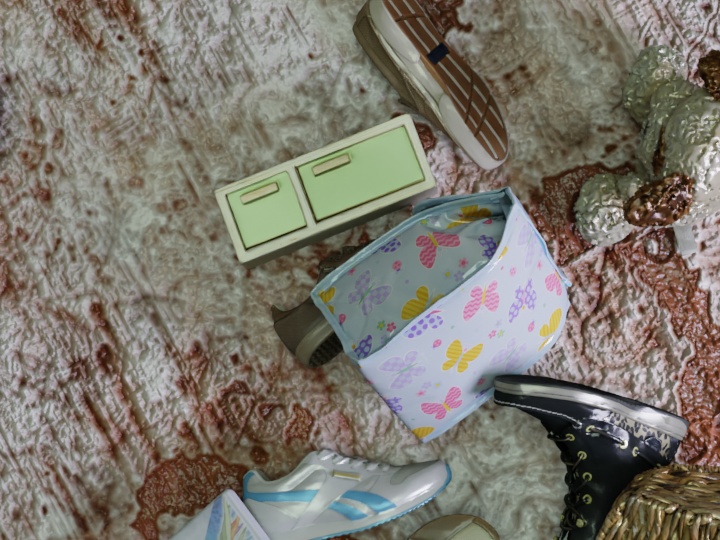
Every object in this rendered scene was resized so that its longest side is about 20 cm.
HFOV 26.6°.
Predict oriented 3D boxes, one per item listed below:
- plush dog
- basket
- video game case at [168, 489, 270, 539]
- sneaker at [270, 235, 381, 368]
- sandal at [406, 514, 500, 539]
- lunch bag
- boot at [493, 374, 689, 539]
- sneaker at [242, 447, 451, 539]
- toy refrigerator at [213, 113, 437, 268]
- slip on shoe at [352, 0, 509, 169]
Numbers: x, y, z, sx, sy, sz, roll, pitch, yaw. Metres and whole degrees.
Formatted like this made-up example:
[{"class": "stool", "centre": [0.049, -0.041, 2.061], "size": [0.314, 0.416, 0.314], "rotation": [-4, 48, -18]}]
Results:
[{"class": "plush dog", "centre": [0.296, -0.102, 1.369], "size": [0.159, 0.172, 0.202], "rotation": [23, 87, 4]}, {"class": "basket", "centre": [0.276, 0.275, 1.353], "size": [0.141, 0.149, 0.202], "rotation": [13, 108, 21]}, {"class": "video game case", "centre": [-0.127, 0.334, 1.376], "size": [0.182, 0.022, 0.200], "rotation": [-41, 74, 3]}, {"class": "sneaker", "centre": [0.000, 0.000, 1.432], "size": [0.200, 0.071, 0.076], "rotation": [-41, 65, -9]}, {"class": "sandal", "centre": [0.055, 0.304, 1.418], "size": [0.080, 0.054, 0.201], "rotation": [38, 104, 12]}, {"class": "lunch bag", "centre": [0.082, 0.030, 1.366], "size": [0.199, 0.170, 0.128], "rotation": [-36, 50, 4]}, {"class": "boot", "centre": [0.196, 0.183, 1.379], "size": [0.202, 0.073, 0.155], "rotation": [16, 90, -24]}, {"class": "sneaker", "centre": [-0.014, 0.202, 1.415], "size": [0.198, 0.077, 0.082], "rotation": [-14, 84, 0]}, {"class": "toy refrigerator", "centre": [-0.032, -0.074, 1.438], "size": [0.198, 0.070, 0.077], "rotation": [-21, 85, 2]}, {"class": "slip on shoe", "centre": [0.065, -0.175, 1.448], "size": [0.201, 0.076, 0.060], "rotation": [51, 130, -2]}]
